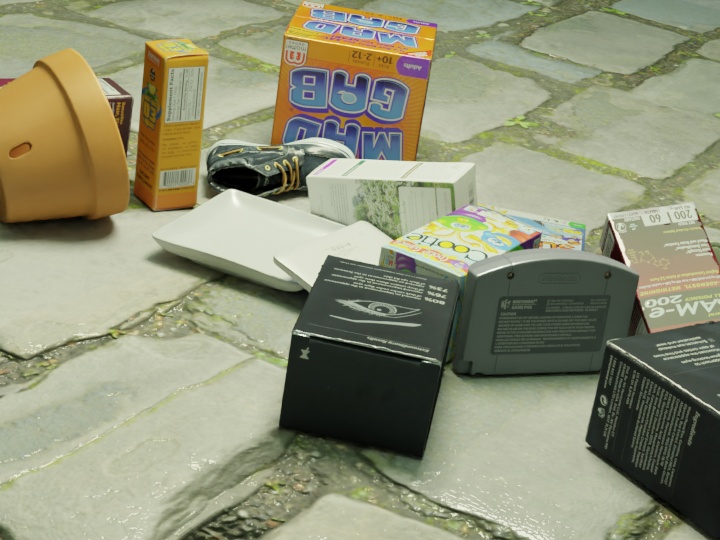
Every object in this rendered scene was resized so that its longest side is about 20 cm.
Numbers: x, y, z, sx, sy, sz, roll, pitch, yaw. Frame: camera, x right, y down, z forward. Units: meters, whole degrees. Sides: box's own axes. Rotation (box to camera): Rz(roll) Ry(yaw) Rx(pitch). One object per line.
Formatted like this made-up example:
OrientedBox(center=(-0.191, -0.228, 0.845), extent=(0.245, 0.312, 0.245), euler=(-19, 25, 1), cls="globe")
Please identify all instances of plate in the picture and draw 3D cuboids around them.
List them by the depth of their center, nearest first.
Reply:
OrientedBox(center=(-0.116, -0.031, 1.766), extent=(0.198, 0.033, 0.199), euler=(18, 24, 18), cls="plate")

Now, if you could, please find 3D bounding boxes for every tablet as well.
OrientedBox(center=(0.000, 0.000, 1.714), extent=(0.130, 0.014, 0.199), euler=(39, 31, 18), cls="tablet")

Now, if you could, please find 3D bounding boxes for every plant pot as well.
OrientedBox(center=(-0.372, -0.141, 1.746), extent=(0.139, 0.202, 0.200), euler=(-22, 35, -23), cls="plant pot")

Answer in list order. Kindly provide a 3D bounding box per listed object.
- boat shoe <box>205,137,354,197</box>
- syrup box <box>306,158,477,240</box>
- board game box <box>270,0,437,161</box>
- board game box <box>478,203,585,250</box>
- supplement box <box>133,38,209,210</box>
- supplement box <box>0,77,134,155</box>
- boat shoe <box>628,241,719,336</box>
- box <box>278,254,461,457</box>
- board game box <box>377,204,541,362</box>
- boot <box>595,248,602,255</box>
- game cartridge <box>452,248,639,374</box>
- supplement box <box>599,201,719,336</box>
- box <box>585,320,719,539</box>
OrientedBox(center=(-0.104, -0.125, 1.951), extent=(0.198, 0.072, 0.091), euler=(0, 25, -4), cls="boat shoe")
OrientedBox(center=(0.038, -0.087, 1.835), extent=(0.198, 0.080, 0.081), euler=(4, 23, 25), cls="syrup box")
OrientedBox(center=(-0.009, -0.238, 2.068), extent=(0.197, 0.202, 0.200), euler=(10, 23, 1), cls="board game box")
OrientedBox(center=(0.184, -0.040, 1.900), extent=(0.198, 0.035, 0.136), euler=(11, 23, 5), cls="board game box")
OrientedBox(center=(-0.234, -0.180, 1.846), extent=(0.068, 0.202, 0.066), euler=(-6, 27, -33), cls="supplement box")
OrientedBox(center=(-0.397, -0.180, 1.897), extent=(0.198, 0.111, 0.086), euler=(-5, 26, -32), cls="supplement box")
OrientedBox(center=(0.338, 0.025, 1.745), extent=(0.200, 0.072, 0.060), euler=(-24, 9, -17), cls="boat shoe")
OrientedBox(center=(0.012, 0.079, 1.472), extent=(0.146, 0.105, 0.200), euler=(12, 24, 6), cls="box")
OrientedBox(center=(0.107, 0.010, 1.669), extent=(0.104, 0.104, 0.200), euler=(21, 26, 26), cls="board game box")
OrientedBox(center=(0.392, -0.014, 1.854), extent=(0.199, 0.071, 0.146), euler=(-24, 52, -36), cls="boot")
OrientedBox(center=(0.197, 0.043, 1.591), extent=(0.198, 0.135, 0.041), euler=(0, 25, -22), cls="game cartridge")
OrientedBox(center=(0.344, 0.025, 1.655), extent=(0.108, 0.061, 0.201), euler=(-8, 55, -8), cls="supplement box")
OrientedBox(center=(0.357, 0.147, 1.437), extent=(0.195, 0.119, 0.200), euler=(-7, 27, -35), cls="box")
